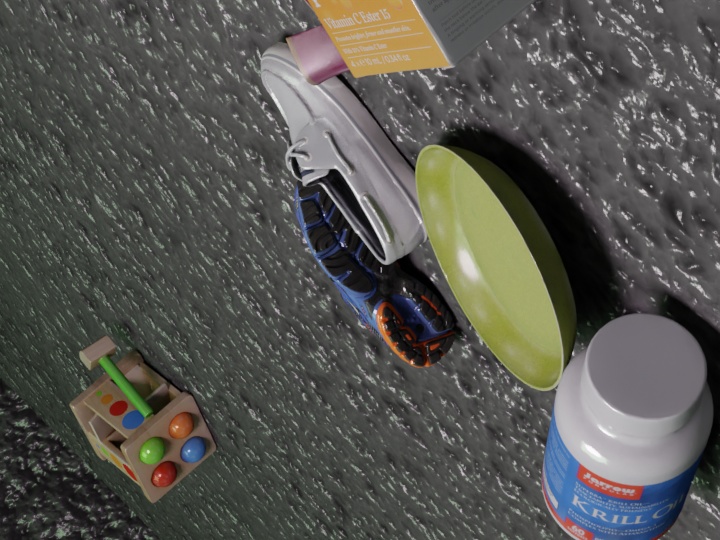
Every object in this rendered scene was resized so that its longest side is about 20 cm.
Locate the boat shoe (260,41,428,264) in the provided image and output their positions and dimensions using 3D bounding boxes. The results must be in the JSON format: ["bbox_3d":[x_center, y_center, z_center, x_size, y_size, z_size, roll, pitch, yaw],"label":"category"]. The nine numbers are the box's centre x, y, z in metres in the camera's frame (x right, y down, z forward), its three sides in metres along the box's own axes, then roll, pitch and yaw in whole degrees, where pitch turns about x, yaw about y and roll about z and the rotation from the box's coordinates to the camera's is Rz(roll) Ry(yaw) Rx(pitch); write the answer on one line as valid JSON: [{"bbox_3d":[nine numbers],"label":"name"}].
[{"bbox_3d":[-0.022,-0.091,1.353,0.200,0.068,0.072,52,159,-5],"label":"boat shoe"}]

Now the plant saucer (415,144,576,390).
[{"bbox_3d":[0.104,-0.007,1.244,0.200,0.031,0.200,55,163,26],"label":"plant saucer"}]

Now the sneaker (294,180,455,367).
[{"bbox_3d":[0.000,0.000,1.464,0.201,0.075,0.078,58,161,-17],"label":"sneaker"}]

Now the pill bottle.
[{"bbox_3d":[0.190,0.115,1.207,0.112,0.112,0.200,41,158,23],"label":"pill bottle"}]

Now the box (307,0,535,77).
[{"bbox_3d":[0.008,-0.228,1.018,0.201,0.097,0.124,57,158,-18],"label":"box"}]

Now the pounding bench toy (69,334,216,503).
[{"bbox_3d":[-0.310,0.199,2.364,0.156,0.124,0.201,32,153,39],"label":"pounding bench toy"}]

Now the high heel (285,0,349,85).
[{"bbox_3d":[-0.031,-0.235,1.185,0.096,0.067,0.201,-20,104,29],"label":"high heel"}]
